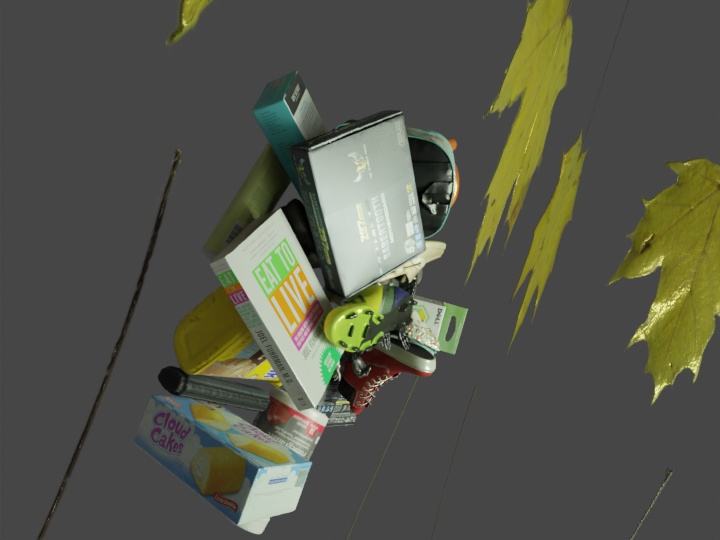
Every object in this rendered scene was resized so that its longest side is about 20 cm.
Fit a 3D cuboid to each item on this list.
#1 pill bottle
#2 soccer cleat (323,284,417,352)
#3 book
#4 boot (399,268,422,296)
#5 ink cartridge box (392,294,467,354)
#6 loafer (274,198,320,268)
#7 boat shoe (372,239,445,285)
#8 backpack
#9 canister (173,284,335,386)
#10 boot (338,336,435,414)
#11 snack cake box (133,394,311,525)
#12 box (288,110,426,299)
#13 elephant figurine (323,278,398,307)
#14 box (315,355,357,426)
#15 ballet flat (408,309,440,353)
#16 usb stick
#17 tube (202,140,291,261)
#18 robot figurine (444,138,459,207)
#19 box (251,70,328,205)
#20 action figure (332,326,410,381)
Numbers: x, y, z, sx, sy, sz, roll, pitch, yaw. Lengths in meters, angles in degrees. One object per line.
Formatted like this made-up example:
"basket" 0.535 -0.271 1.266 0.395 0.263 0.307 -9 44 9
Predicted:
"pill bottle" -0.143 0.302 0.850 0.202 0.109 0.111 -62 149 -15
"soccer cleat" 0.003 0.059 0.721 0.199 0.083 0.066 -11 120 -56
"book" -0.091 0.045 0.637 0.202 0.047 0.134 62 26 -18
"boot" 0.097 0.001 1.059 0.132 0.068 0.203 55 34 -53
"ink cartridge box" 0.115 0.108 1.084 0.059 0.196 0.106 -70 175 -82
"loafer" -0.096 -0.045 0.766 0.200 0.070 0.074 67 3 -72
"boat shoe" 0.062 -0.014 0.839 0.198 0.071 0.066 -11 102 -45
"backpack" 0.055 -0.144 0.843 0.153 0.196 0.179 -47 146 -65
"canister" -0.135 0.089 0.729 0.148 0.087 0.199 -37 152 17
"boot" 0.040 0.188 0.912 0.072 0.198 0.147 13 89 -42
"snack cake box" -0.174 0.230 0.668 0.115 0.197 0.068 27 83 -59
"box" 0.004 -0.088 0.697 0.156 0.051 0.203 -28 118 -30
"elephant figurine" 0.000 0.000 0.893 0.140 0.156 0.201 -33 145 -3
"box" -0.046 0.217 1.025 0.199 0.048 0.164 24 86 -60
"ballet flat" 0.071 0.094 1.019 0.076 0.197 0.065 -142 -105 -87
"usb stick" -0.197 0.167 0.740 0.033 0.055 0.200 -64 149 -8
"tube" -0.137 -0.096 0.707 0.202 0.051 0.058 -63 -172 -20
"robot figurine" 0.132 -0.171 1.006 0.200 0.114 0.147 -64 145 -69
"box" -0.067 -0.151 0.711 0.083 0.048 0.202 -80 149 -48
"action figure" -0.025 0.126 0.852 0.118 0.198 0.104 -2 76 -53
